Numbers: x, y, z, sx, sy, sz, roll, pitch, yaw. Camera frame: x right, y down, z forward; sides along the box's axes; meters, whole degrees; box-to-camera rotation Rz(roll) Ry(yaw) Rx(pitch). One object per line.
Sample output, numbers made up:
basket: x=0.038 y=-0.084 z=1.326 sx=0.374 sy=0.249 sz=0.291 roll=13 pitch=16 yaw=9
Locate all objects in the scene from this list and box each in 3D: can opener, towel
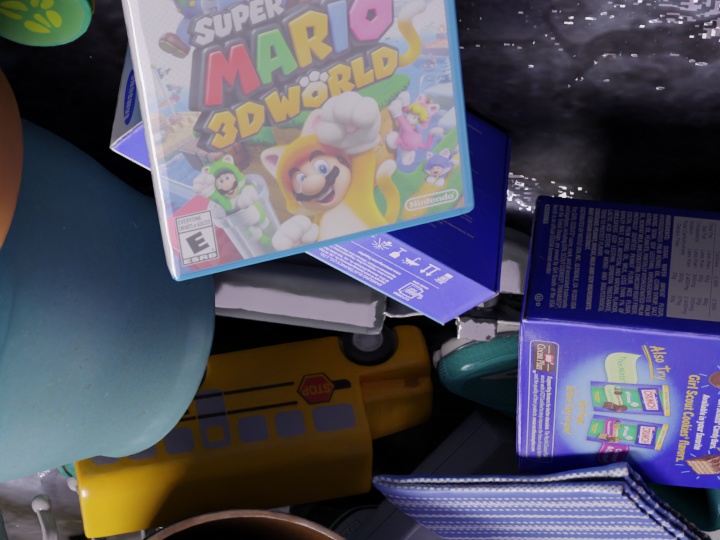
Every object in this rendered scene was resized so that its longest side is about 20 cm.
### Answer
can opener: x=0.000 y=0.000 z=1.352 sx=0.198 sy=0.053 sz=0.067 roll=3 pitch=112 yaw=1
towel: x=0.112 y=0.137 z=1.389 sx=0.144 sy=0.024 sz=0.200 roll=-3 pitch=158 yaw=27

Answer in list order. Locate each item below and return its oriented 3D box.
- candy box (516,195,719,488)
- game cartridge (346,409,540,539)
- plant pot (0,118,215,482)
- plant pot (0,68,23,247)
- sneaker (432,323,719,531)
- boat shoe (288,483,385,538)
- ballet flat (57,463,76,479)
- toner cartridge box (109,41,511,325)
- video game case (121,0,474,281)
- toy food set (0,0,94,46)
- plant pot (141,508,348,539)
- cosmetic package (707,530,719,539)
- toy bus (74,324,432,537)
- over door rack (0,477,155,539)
candy box: x=0.178 y=0.042 z=1.266 sx=0.198 sy=0.078 sz=0.169 roll=6 pitch=152 yaw=5
game cartridge: x=0.070 y=0.158 z=1.491 sx=0.041 sy=0.133 sz=0.200 roll=39 pitch=173 yaw=34
plant pot: x=-0.181 y=0.016 z=1.270 sx=0.199 sy=0.202 sz=0.187 roll=-27 pitch=154 yaw=38
plant pot: x=-0.238 y=-0.053 z=1.104 sx=0.199 sy=0.202 sz=0.140 roll=-21 pitch=156 yaw=33
sneaker: x=0.130 y=0.082 z=1.414 sx=0.199 sy=0.080 sz=0.077 roll=23 pitch=143 yaw=-22
boat shoe: x=0.035 y=0.154 z=1.545 sx=0.072 sy=0.071 sz=0.200 roll=-54 pitch=144 yaw=11
ballet flat: x=-0.168 y=0.049 z=1.433 sx=0.070 sy=0.068 sz=0.200 roll=-20 pitch=144 yaw=9
toner cartridge box: x=-0.019 y=-0.060 z=1.214 sx=0.199 sy=0.096 sz=0.043 roll=28 pitch=140 yaw=-29
video game case: x=-0.028 y=-0.099 z=1.118 sx=0.142 sy=0.018 sz=0.201 roll=-13 pitch=122 yaw=-9
toy food set: x=-0.213 y=-0.159 z=1.137 sx=0.197 sy=0.049 sz=0.200 roll=-10 pitch=143 yaw=21
plant pot: x=-0.073 y=0.208 z=1.396 sx=0.185 sy=0.188 sz=0.200 roll=12 pitch=-179 yaw=-9
cosmetic package: x=0.179 y=0.216 z=1.585 sx=0.199 sy=0.102 sz=0.074 roll=-21 pitch=137 yaw=35
toy bus: x=-0.058 y=0.085 z=1.415 sx=0.198 sy=0.079 sz=0.065 roll=-9 pitch=146 yaw=-7
over door rack: x=-0.181 y=0.156 z=1.553 sx=0.147 sy=0.067 sz=0.199 roll=5 pitch=165 yaw=-38
